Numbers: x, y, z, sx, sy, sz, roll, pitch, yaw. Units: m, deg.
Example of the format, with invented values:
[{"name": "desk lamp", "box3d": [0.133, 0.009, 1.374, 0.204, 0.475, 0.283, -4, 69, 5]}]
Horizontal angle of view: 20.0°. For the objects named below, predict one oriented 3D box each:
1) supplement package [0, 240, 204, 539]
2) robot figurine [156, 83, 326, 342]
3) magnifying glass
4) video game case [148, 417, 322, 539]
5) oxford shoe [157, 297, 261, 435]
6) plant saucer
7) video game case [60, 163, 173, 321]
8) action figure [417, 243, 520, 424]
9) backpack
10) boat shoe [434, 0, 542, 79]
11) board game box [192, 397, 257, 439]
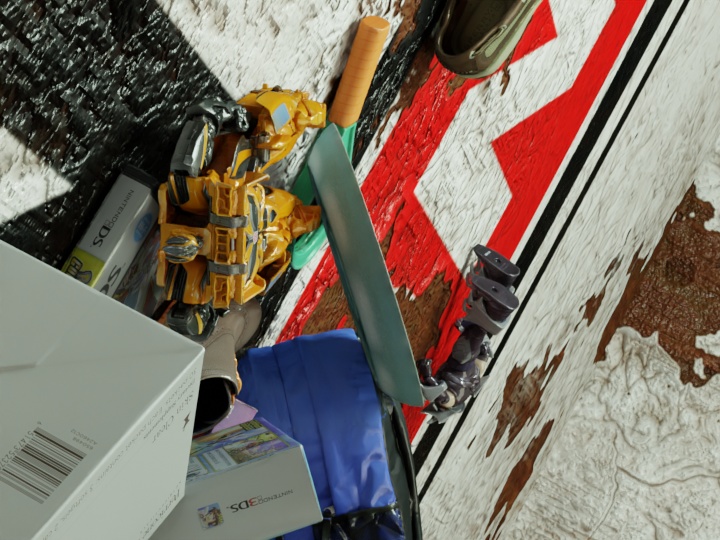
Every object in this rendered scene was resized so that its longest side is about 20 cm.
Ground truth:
[{"name": "supplement package", "box3d": [-0.191, 0.096, 0.933, 0.200, 0.155, 0.111, -50, 161, -42]}, {"name": "robot figurine", "box3d": [-0.071, -0.041, 1.223, 0.200, 0.058, 0.146, -55, 149, -67]}, {"name": "magnifying glass", "box3d": [-0.018, -0.089, 1.461, 0.080, 0.022, 0.201, -38, 151, -57]}, {"name": "video game case", "box3d": [-0.122, 0.135, 1.116, 0.181, 0.046, 0.200, -19, -177, -8]}, {"name": "oxford shoe", "box3d": [-0.101, 0.064, 1.243, 0.200, 0.073, 0.071, -40, 153, -58]}, {"name": "plant saucer", "box3d": [0.000, 0.000, 1.379, 0.027, 0.201, 0.200, -18, 157, -3]}, {"name": "video game case", "box3d": [-0.155, 0.050, 1.228, 0.181, 0.025, 0.200, -60, 165, -12]}, {"name": "action figure", "box3d": [0.108, 0.077, 2.091, 0.130, 0.069, 0.200, -55, 168, -53]}, {"name": "backpack", "box3d": [-0.040, 0.151, 1.484, 0.163, 0.167, 0.201, -132, -146, -71]}, {"name": "boat shoe", "box3d": [0.119, -0.240, 1.567, 0.203, 0.075, 0.075, -65, 159, 9]}, {"name": "board game box", "box3d": [-0.145, 0.159, 1.307, 0.032, 0.120, 0.200, 30, 85, -34]}]
